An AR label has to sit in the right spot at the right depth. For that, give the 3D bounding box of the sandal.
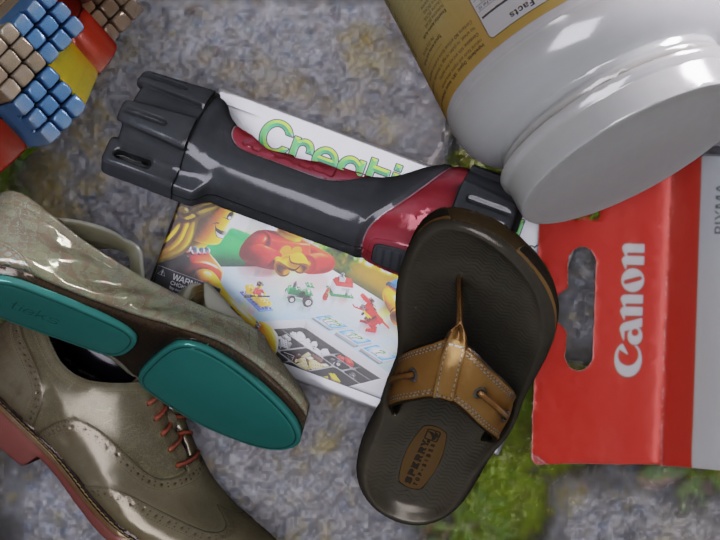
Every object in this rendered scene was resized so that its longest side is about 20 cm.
[{"bbox_3d":[0.039,0.058,1.157,0.081,0.055,0.200,22,128,1],"label":"sandal"}]

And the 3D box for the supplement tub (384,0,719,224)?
[{"bbox_3d":[0.086,-0.138,1.141,0.144,0.144,0.200,-28,74,4],"label":"supplement tub"}]

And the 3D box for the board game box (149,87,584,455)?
[{"bbox_3d":[0.000,0.000,1.227,0.199,0.035,0.127,20,93,3],"label":"board game box"}]

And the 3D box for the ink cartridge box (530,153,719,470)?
[{"bbox_3d":[0.188,0.021,1.191,0.199,0.050,0.163,2,92,-10],"label":"ink cartridge box"}]

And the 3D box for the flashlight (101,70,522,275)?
[{"bbox_3d":[-0.020,-0.045,1.182,0.199,0.068,0.068,21,96,7],"label":"flashlight"}]

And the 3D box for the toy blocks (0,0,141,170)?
[{"bbox_3d":[-0.172,-0.093,1.150,0.100,0.137,0.200,49,68,-20],"label":"toy blocks"}]

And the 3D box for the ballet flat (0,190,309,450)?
[{"bbox_3d":[-0.101,0.020,1.177,0.200,0.067,0.063,30,52,-25],"label":"ballet flat"}]

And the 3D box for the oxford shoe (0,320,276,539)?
[{"bbox_3d":[-0.110,0.092,1.213,0.200,0.070,0.075,36,106,2],"label":"oxford shoe"}]
